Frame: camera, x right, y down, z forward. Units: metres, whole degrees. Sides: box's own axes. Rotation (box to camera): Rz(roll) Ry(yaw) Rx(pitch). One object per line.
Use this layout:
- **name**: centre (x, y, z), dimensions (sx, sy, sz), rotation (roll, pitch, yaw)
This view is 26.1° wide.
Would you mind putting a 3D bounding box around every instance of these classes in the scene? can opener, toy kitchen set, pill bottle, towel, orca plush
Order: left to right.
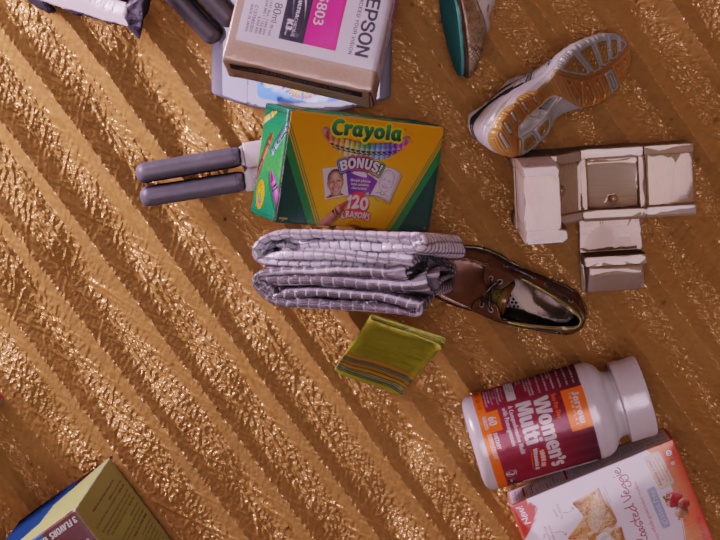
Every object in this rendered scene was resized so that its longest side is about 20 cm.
- **orca plush**: centre (-0.306, -0.328, 1.675), dimensions (0.199, 0.105, 0.071), rotation (18, 59, 22)
- **can opener**: centre (-0.209, -0.334, 1.674), dimensions (0.053, 0.067, 0.200), rotation (-41, 97, 17)
- **can opener**: centre (-0.145, -0.109, 1.699), dimensions (0.199, 0.067, 0.054), rotation (-10, 98, -5)
- **towel**: centre (0.000, 0.000, 1.652), dimensions (0.199, 0.166, 0.086), rotation (2, 92, 16)
- **towel**: centre (0.029, 0.094, 1.675), dimensions (0.086, 0.200, 0.018), rotation (16, 69, -6)
- **pill bottle**: centre (0.220, 0.166, 1.719), dimensions (0.199, 0.110, 0.110), rotation (-17, 98, 4)
- **toy kitchen set**: centre (0.266, -0.045, 1.651), dimensions (0.199, 0.180, 0.164), rotation (-4, 100, 2)

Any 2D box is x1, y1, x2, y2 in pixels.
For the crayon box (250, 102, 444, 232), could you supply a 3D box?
- **crayon box**: centre (-0.012, -0.109, 1.661), dimensions (0.199, 0.058, 0.119), rotation (2, 101, -33)

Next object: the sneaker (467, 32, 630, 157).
- **sneaker**: centre (0.200, -0.201, 1.684), dimensions (0.200, 0.088, 0.076), rotation (-33, 116, -17)

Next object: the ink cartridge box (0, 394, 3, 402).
- **ink cartridge box**: centre (-0.529, 0.138, 1.746), dimensions (0.200, 0.083, 0.145), rotation (41, 97, -5)

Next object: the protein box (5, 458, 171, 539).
- **protein box**: centre (-0.288, 0.349, 1.714), dimensions (0.135, 0.199, 0.200), rotation (-35, 97, 7)

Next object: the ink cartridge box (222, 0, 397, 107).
- **ink cartridge box**: centre (-0.044, -0.291, 1.638), dimensions (0.164, 0.075, 0.201), rotation (12, 83, 3)

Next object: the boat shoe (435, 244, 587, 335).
- **boat shoe**: centre (0.156, 0.021, 1.719), dimensions (0.199, 0.068, 0.072), rotation (13, 101, 1)

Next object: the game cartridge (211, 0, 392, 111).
- **game cartridge**: centre (-0.065, -0.240, 1.703), dimensions (0.199, 0.040, 0.134), rotation (1, 102, 1)

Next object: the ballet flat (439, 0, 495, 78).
- **ballet flat**: centre (0.111, -0.310, 1.674), dimensions (0.065, 0.070, 0.201), rotation (-18, 102, -13)

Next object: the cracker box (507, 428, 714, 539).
- **cracker box**: centre (0.283, 0.282, 1.761), dimensions (0.199, 0.058, 0.134), rotation (-23, 97, 5)
